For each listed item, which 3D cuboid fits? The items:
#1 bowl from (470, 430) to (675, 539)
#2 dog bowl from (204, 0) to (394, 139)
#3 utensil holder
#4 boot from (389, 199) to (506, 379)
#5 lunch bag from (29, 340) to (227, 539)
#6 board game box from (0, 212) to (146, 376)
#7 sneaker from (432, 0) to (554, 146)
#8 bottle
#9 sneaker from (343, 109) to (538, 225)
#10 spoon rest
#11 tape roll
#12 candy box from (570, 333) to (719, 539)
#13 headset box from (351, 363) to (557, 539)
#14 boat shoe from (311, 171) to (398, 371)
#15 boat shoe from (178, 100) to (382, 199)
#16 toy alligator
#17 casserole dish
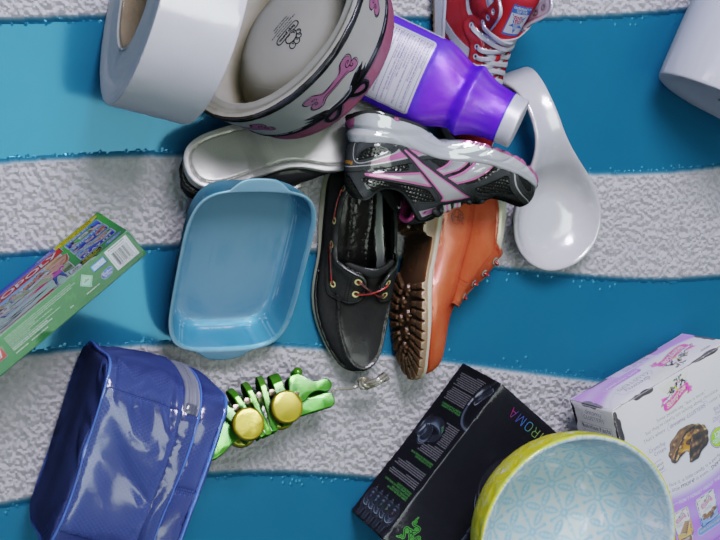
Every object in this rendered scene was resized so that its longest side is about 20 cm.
[{"bbox_3d":[0.179,0.237,1.395,0.198,0.108,0.202,-3,100,-20],"label":"bowl"},{"bbox_3d":[-0.056,-0.202,1.294,0.074,0.200,0.201,35,86,-44],"label":"dog bowl"},{"bbox_3d":[0.404,-0.247,1.472,0.169,0.170,0.201,25,93,-23],"label":"utensil holder"},{"bbox_3d":[0.089,0.008,1.445,0.106,0.075,0.202,5,96,-26],"label":"boot"},{"bbox_3d":[-0.200,0.175,1.326,0.131,0.136,0.202,18,93,-22],"label":"lunch bag"},{"bbox_3d":[-0.279,0.031,1.272,0.200,0.134,0.029,-41,111,-10],"label":"board game box"},{"bbox_3d":[0.123,-0.201,1.394,0.071,0.112,0.202,-13,104,-35],"label":"sneaker"},{"bbox_3d":[0.054,-0.175,1.358,0.199,0.065,0.084,26,102,7],"label":"bottle"},{"bbox_3d":[0.065,-0.080,1.369,0.199,0.080,0.087,14,89,-24],"label":"sneaker"},{"bbox_3d":[0.180,-0.096,1.467,0.099,0.061,0.202,-21,105,-16],"label":"spoon rest"},{"bbox_3d":[-0.153,-0.225,1.242,0.070,0.202,0.204,12,95,-23],"label":"tape roll"},{"bbox_3d":[0.319,0.191,1.548,0.167,0.071,0.202,-25,107,-27],"label":"candy box"},{"bbox_3d":[0.115,0.228,1.479,0.174,0.093,0.200,42,84,-21],"label":"headset box"},{"bbox_3d":[-0.003,0.000,1.414,0.073,0.063,0.203,-5,102,-23],"label":"boat shoe"},{"bbox_3d":[-0.070,-0.105,1.370,0.199,0.060,0.074,-19,79,-19],"label":"boat shoe"},{"bbox_3d":[-0.070,0.117,1.409,0.199,0.059,0.055,-23,83,-16],"label":"toy alligator"},{"bbox_3d":[-0.111,-0.008,1.347,0.120,0.039,0.201,-1,128,-23],"label":"casserole dish"}]
